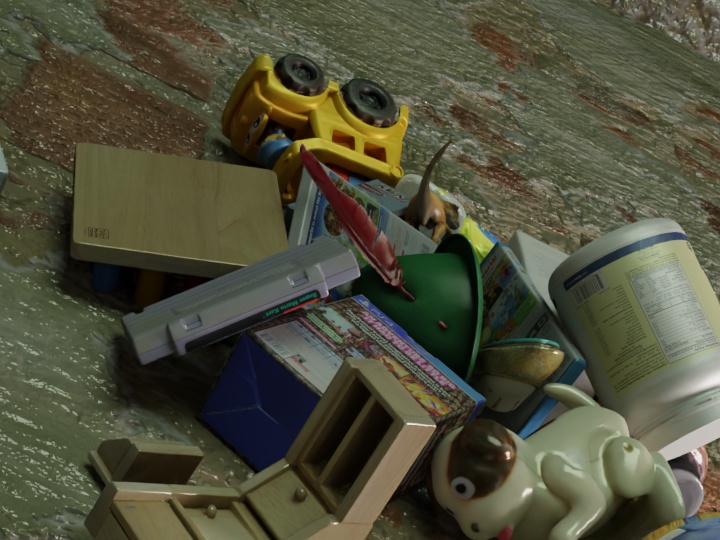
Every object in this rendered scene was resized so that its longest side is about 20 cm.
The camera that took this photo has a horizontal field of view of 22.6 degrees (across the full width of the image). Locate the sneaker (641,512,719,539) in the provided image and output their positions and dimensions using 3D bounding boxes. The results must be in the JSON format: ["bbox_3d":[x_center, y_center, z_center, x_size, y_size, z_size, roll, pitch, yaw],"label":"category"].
[{"bbox_3d":[0.248,0.279,1.526,0.199,0.076,0.088,-26,54,-11],"label":"sneaker"}]

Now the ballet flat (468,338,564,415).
[{"bbox_3d":[0.122,0.103,1.704,0.070,0.071,0.199,16,-13,-30],"label":"ballet flat"}]

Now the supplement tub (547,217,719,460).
[{"bbox_3d":[0.278,0.068,1.707,0.144,0.145,0.201,-3,63,-52],"label":"supplement tub"}]

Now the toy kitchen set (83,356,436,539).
[{"bbox_3d":[-0.095,0.129,1.357,0.199,0.181,0.163,10,29,-47],"label":"toy kitchen set"}]

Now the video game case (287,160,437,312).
[{"bbox_3d":[0.000,0.000,1.749,0.018,0.144,0.200,-6,-27,39],"label":"video game case"}]

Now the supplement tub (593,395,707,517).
[{"bbox_3d":[0.288,0.168,1.825,0.106,0.107,0.200,22,26,-18],"label":"supplement tub"}]

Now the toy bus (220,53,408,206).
[{"bbox_3d":[-0.052,-0.120,1.999,0.199,0.136,0.193,20,41,-18],"label":"toy bus"}]

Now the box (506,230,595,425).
[{"bbox_3d":[0.182,0.069,1.876,0.097,0.125,0.200,25,25,-14],"label":"box"}]

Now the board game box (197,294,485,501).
[{"bbox_3d":[-0.014,0.119,1.578,0.159,0.097,0.200,40,25,20],"label":"board game box"}]

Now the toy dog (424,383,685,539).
[{"bbox_3d":[0.159,0.181,1.585,0.198,0.139,0.195,2,66,-28],"label":"toy dog"}]

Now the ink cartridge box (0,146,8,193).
[{"bbox_3d":[-0.432,-0.141,1.664,0.199,0.047,0.160,19,26,-31],"label":"ink cartridge box"}]

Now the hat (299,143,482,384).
[{"bbox_3d":[0.003,0.026,1.685,0.175,0.166,0.201,11,50,-20],"label":"hat"}]

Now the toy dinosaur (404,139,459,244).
[{"bbox_3d":[0.066,-0.063,1.865,0.060,0.107,0.200,11,-10,9],"label":"toy dinosaur"}]

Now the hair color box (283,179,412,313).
[{"bbox_3d":[-0.019,-0.025,1.849,0.060,0.100,0.200,28,21,20],"label":"hair color box"}]

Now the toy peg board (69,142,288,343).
[{"bbox_3d":[-0.177,-0.021,1.701,0.197,0.098,0.200,7,28,-12],"label":"toy peg board"}]

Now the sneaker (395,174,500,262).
[{"bbox_3d":[0.110,-0.030,2.050,0.200,0.076,0.105,49,12,-3],"label":"sneaker"}]

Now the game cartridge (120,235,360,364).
[{"bbox_3d":[-0.104,0.025,1.541,0.199,0.039,0.130,-22,15,-8],"label":"game cartridge"}]

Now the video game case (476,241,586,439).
[{"bbox_3d":[0.136,0.083,1.770,0.018,0.144,0.200,22,24,-34],"label":"video game case"}]
